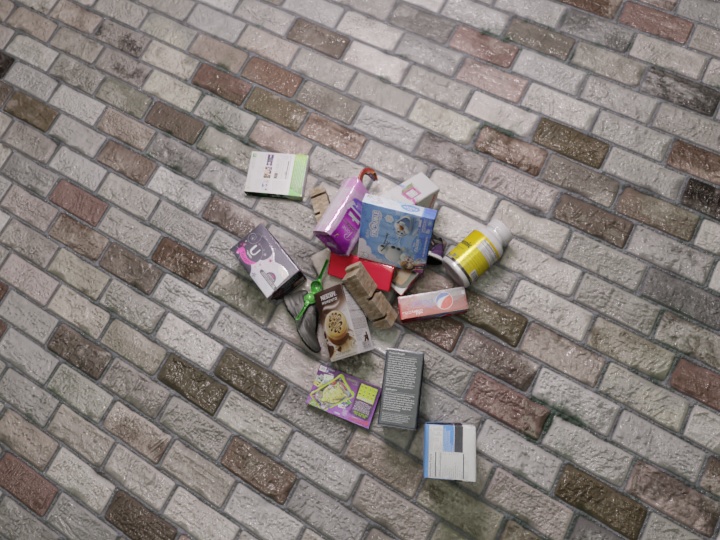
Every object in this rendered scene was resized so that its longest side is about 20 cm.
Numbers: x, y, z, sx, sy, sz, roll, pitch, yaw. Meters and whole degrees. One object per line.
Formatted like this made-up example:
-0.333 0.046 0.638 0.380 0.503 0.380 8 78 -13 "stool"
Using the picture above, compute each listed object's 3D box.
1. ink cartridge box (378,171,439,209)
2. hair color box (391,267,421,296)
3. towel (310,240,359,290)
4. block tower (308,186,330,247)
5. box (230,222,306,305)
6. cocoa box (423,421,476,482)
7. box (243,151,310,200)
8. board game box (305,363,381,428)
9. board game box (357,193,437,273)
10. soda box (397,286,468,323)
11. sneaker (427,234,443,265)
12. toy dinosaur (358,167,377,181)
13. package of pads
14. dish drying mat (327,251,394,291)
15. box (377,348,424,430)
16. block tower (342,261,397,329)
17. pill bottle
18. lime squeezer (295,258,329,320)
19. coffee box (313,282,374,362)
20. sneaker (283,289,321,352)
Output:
0.125 -0.176 1.566 0.199 0.146 0.085 -32 66 -29 "ink cartridge box"
0.084 -0.025 1.606 0.199 0.061 0.102 41 92 15 "hair color box"
-0.049 -0.018 1.601 0.198 0.034 0.135 -25 83 23 "towel"
-0.111 -0.170 1.647 0.053 0.058 0.202 -20 56 4 "block tower"
-0.280 -0.018 1.632 0.132 0.115 0.201 -39 73 -4 "box"
0.229 0.464 1.391 0.129 0.200 0.136 1 76 8 "cocoa box"
-0.271 -0.310 1.751 0.196 0.036 0.147 6 76 11 "box"
-0.046 0.361 1.546 0.197 0.032 0.122 19 75 13 "board game box"
0.095 -0.097 1.460 0.196 0.202 0.044 15 46 10 "board game box"
0.210 0.101 1.560 0.196 0.063 0.071 -10 73 6 "soda box"
0.168 -0.090 1.571 0.075 0.198 0.089 -10 63 46 "sneaker"
0.001 -0.216 1.633 0.103 0.201 0.185 12 111 -1 "toy dinosaur"
-0.039 -0.154 1.531 0.075 0.120 0.202 9 63 49 "package of pads"
0.000 0.000 1.555 0.197 0.018 0.078 16 106 18 "dish drying mat"
0.115 0.326 1.470 0.105 0.149 0.204 6 76 9 "box"
0.025 0.075 1.519 0.053 0.058 0.201 -21 112 36 "block tower"
0.342 -0.054 1.559 0.199 0.111 0.112 -41 74 -5 "pill bottle"
-0.138 0.066 1.582 0.037 0.071 0.202 31 74 -13 "lime squeezer"
-0.049 0.146 1.540 0.112 0.079 0.203 -22 79 34 "coffee box"
-0.156 0.146 1.597 0.090 0.076 0.202 -25 76 -8 "sneaker"
